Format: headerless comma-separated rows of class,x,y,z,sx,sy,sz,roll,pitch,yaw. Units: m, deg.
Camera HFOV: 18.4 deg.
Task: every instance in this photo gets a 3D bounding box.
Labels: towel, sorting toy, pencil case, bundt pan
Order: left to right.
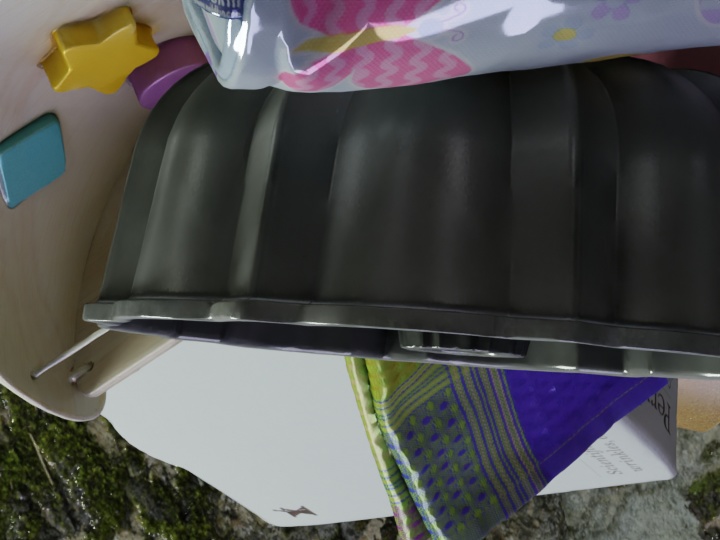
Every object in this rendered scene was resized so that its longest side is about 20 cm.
sorting toy,-0.080,-0.056,0.691,0.199,0.108,0.180,-32,151,24
bundt pan,0.029,-0.015,0.589,0.200,0.077,0.202,3,176,0
pencil case,0.052,-0.094,0.498,0.198,0.091,0.083,-6,-150,-15
towel,0.083,0.002,0.758,0.199,0.144,0.023,-35,-133,-17

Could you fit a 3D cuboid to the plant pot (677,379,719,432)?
plant pot,0.094,-0.020,1.167,0.198,0.188,0.186,7,174,-7

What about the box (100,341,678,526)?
box,0.000,0.000,0.872,0.199,0.132,0.199,-10,150,29

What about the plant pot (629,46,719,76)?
plant pot,0.185,-0.057,0.651,0.199,0.202,0.178,-5,-169,-38
